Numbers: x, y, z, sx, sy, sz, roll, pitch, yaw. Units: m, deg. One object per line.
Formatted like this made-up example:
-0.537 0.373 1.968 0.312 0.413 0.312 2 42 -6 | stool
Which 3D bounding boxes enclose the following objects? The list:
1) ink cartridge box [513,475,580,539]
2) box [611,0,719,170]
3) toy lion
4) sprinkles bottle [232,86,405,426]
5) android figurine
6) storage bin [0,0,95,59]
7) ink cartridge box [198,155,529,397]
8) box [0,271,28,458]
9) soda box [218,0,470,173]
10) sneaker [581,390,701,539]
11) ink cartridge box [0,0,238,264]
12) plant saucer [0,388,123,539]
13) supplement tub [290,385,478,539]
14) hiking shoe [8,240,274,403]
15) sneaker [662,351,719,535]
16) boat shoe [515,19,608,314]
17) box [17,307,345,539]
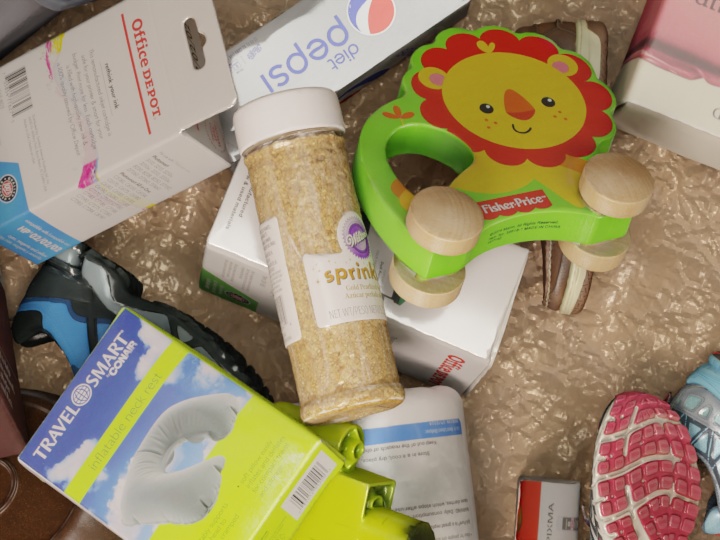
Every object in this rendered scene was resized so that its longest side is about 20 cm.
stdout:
0.117 0.216 1.643 0.057 0.200 0.164 5 86 0 | ink cartridge box
0.261 -0.175 1.723 0.127 0.109 0.201 21 85 -1 | box
0.081 -0.080 1.630 0.199 0.069 0.192 -12 52 -26 | toy lion
-0.026 -0.009 1.569 0.068 0.068 0.202 -12 80 -3 | sprinkles bottle
-0.047 0.175 1.617 0.199 0.041 0.184 18 101 34 | android figurine
-0.272 -0.225 1.700 0.134 0.145 0.200 -39 89 23 | storage bin
0.000 0.000 1.679 0.199 0.146 0.085 22 77 -2 | ink cartridge box
-0.333 0.035 1.626 0.198 0.166 0.165 -13 60 0 | box
-0.023 -0.150 1.731 0.199 0.063 0.068 -35 86 -5 | soda box
0.176 0.181 1.702 0.080 0.075 0.202 1 89 -25 | sneaker
-0.159 -0.101 1.667 0.199 0.068 0.116 -25 62 19 | ink cartridge box
-0.246 0.150 1.658 0.198 0.032 0.201 -7 48 7 | plant saucer
0.014 0.182 1.676 0.131 0.132 0.202 -6 85 -3 | supplement tub
-0.145 0.061 1.697 0.199 0.074 0.087 34 89 23 | hiking shoe
0.277 0.155 1.728 0.095 0.079 0.200 -41 82 8 | sneaker
0.125 -0.071 1.732 0.074 0.075 0.204 4 74 1 | boat shoe
-0.120 0.112 1.590 0.199 0.048 0.122 31 82 31 | box
